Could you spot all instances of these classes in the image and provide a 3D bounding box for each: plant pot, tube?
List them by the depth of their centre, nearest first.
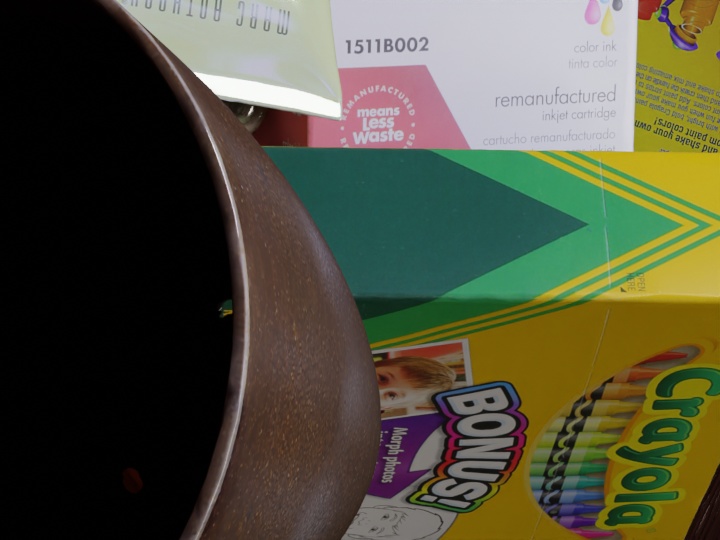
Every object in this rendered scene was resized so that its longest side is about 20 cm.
[{"bbox_3d":[-0.074,0.029,0.726,0.200,0.186,0.188,21,90,-67],"label":"plant pot"},{"bbox_3d":[-0.038,-0.136,0.787,0.052,0.058,0.201,47,40,-61],"label":"tube"}]

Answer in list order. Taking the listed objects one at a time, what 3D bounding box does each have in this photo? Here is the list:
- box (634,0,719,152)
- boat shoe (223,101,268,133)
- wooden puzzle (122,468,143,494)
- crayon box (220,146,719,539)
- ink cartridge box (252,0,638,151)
[{"bbox_3d":[0.081,-0.047,1.175,0.122,0.199,0.194,-9,119,-73],"label":"box"},{"bbox_3d":[-0.064,-0.100,0.863,0.074,0.066,0.200,-64,163,-17],"label":"boat shoe"},{"bbox_3d":[-0.065,0.073,0.914,0.046,0.201,0.186,-19,152,-15],"label":"wooden puzzle"},{"bbox_3d":[0.032,0.035,0.956,0.200,0.171,0.059,101,-10,-60],"label":"crayon box"},{"bbox_3d":[0.026,-0.132,0.944,0.067,0.116,0.201,-151,-121,-66],"label":"ink cartridge box"}]
